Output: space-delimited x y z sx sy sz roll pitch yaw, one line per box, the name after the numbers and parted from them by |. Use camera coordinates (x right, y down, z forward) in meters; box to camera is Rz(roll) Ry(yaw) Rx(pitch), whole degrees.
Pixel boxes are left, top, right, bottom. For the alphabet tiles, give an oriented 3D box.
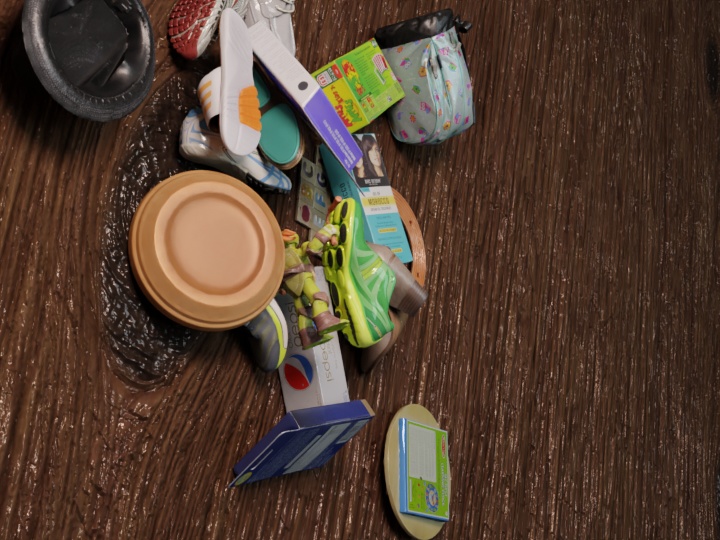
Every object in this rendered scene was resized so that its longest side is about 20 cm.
-0.031 -0.084 1.847 0.200 0.006 0.168 30 57 -49 | alphabet tiles

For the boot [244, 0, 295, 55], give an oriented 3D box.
-0.114 -0.383 1.732 0.074 0.095 0.202 -39 113 -52 | boot

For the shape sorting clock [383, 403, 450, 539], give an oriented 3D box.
0.086 0.302 1.877 0.199 0.039 0.202 25 60 -51 | shape sorting clock

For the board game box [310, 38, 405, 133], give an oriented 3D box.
-0.002 -0.274 1.857 0.102 0.047 0.200 59 25 -8 | board game box

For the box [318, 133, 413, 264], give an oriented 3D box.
0.009 -0.098 1.829 0.082 0.049 0.202 -9 79 -51 | box

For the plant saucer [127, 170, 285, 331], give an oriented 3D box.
-0.180 -0.028 1.508 0.198 0.037 0.202 8 71 -24 | plant saucer

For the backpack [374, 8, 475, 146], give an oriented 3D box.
0.101 -0.301 1.992 0.126 0.166 0.202 -23 103 -35 | backpack

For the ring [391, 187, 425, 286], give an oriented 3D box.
0.040 -0.032 1.916 0.200 0.019 0.202 22 62 -51 | ring

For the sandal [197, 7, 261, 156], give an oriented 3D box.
-0.169 -0.229 1.565 0.079 0.059 0.208 36 44 -53 | sandal

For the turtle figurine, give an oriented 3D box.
-0.070 0.007 1.578 0.064 0.200 0.162 -5 66 -45 | turtle figurine

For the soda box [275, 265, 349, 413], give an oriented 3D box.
-0.072 0.099 1.680 0.063 0.068 0.202 -7 86 -56 | soda box

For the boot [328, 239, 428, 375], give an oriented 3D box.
0.001 0.043 1.779 0.146 0.201 0.070 33 34 -1 | boot

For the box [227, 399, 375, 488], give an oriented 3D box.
-0.080 0.219 1.592 0.199 0.121 0.033 -2 51 -57 | box

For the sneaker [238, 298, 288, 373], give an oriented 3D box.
-0.156 0.043 1.588 0.081 0.074 0.202 -30 107 -34 | sneaker

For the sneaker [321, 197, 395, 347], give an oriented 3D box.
0.000 0.000 1.680 0.083 0.074 0.202 -16 103 -32 | sneaker

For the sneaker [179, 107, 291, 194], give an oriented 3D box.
-0.155 -0.149 1.626 0.199 0.071 0.073 29 71 -49 | sneaker

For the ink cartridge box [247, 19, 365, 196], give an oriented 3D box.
-0.062 -0.215 1.668 0.200 0.043 0.198 53 1 27 | ink cartridge box

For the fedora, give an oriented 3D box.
-0.321 -0.249 1.395 0.200 0.091 0.203 21 64 -51 | fedora

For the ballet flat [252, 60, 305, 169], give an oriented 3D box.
-0.117 -0.198 1.652 0.201 0.068 0.072 55 3 31 | ballet flat

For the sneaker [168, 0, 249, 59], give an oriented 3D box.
-0.184 -0.341 1.636 0.082 0.077 0.201 54 41 -34 | sneaker
